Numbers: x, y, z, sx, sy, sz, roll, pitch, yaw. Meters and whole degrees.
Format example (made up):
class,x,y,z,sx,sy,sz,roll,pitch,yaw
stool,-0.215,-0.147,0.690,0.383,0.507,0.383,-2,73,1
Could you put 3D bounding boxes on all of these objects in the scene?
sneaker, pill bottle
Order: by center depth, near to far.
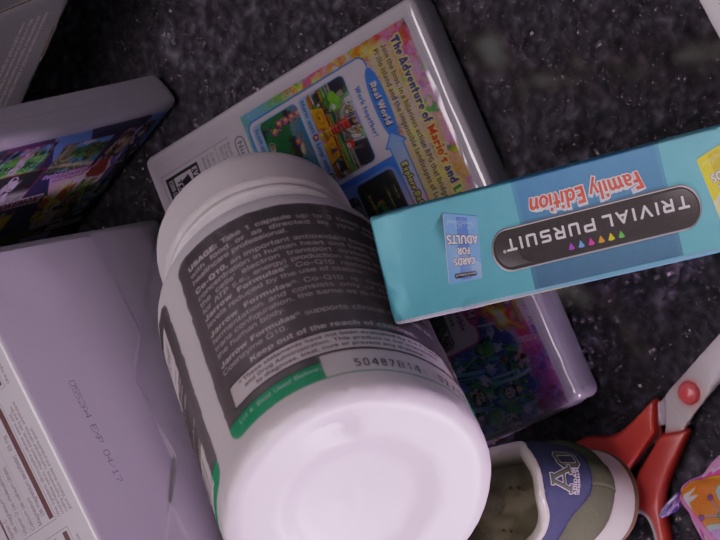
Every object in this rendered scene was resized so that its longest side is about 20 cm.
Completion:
class,x,y,z,sx,sy,sz,roll,pitch,yaw
pill bottle,-0.024,0.038,0.935,0.114,0.112,0.200,-62,28,24
sneaker,0.019,0.124,0.968,0.199,0.090,0.068,-27,67,19

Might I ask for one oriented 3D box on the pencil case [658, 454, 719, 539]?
class,x,y,z,sx,sy,sz,roll,pitch,yaw
pencil case,0.213,0.051,0.844,0.200,0.087,0.087,-47,71,10

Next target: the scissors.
class,x,y,z,sx,sy,sz,roll,pitch,yaw
scissors,0.134,0.059,0.968,0.073,0.014,0.201,33,116,28

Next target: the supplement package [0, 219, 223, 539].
class,x,y,z,sx,sy,sz,roll,pitch,yaw
supplement package,-0.135,0.095,1.070,0.111,0.155,0.201,-33,79,31

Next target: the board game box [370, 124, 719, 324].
class,x,y,z,sx,sy,sz,roll,pitch,yaw
board game box,0.128,-0.028,0.876,0.199,0.151,0.047,-14,90,35

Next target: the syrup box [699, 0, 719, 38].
class,x,y,z,sx,sy,sz,roll,pitch,yaw
syrup box,0.148,-0.184,0.880,0.079,0.081,0.201,-34,80,32

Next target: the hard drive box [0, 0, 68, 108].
class,x,y,z,sx,sy,sz,roll,pitch,yaw
hard drive box,-0.239,-0.144,1.113,0.200,0.076,0.156,53,124,41

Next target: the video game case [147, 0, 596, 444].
class,x,y,z,sx,sy,sz,roll,pitch,yaw
video game case,0.000,0.000,1.045,0.181,0.024,0.201,-28,81,33

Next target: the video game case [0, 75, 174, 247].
class,x,y,z,sx,sy,sz,roll,pitch,yaw
video game case,-0.200,-0.016,1.069,0.023,0.200,0.182,50,120,12
